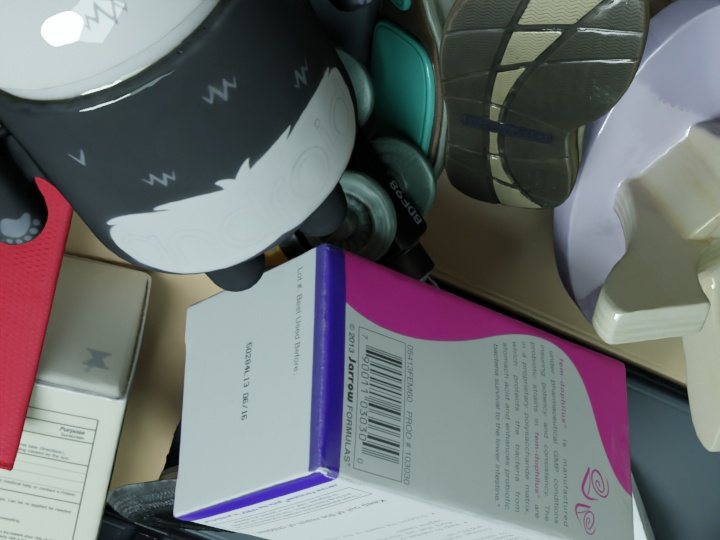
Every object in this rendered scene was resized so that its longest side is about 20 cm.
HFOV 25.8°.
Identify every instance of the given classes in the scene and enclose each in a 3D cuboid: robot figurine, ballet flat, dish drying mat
[{"bbox_3d":[-0.076,-0.080,0.595,0.125,0.150,0.200,7,149,30],"label":"robot figurine"},{"bbox_3d":[0.037,-0.125,0.736,0.064,0.067,0.200,-22,131,-16],"label":"ballet flat"},{"bbox_3d":[-0.184,-0.008,0.768,0.077,0.200,0.018,12,170,-5],"label":"dish drying mat"}]

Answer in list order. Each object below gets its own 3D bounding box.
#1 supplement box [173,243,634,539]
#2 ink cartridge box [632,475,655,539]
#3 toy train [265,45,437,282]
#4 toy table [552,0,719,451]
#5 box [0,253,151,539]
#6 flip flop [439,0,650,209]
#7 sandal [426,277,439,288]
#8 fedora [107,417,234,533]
[{"bbox_3d":[0.025,0.075,0.716,0.200,0.101,0.103,21,149,-37],"label":"supplement box"},{"bbox_3d":[0.093,0.163,0.959,0.160,0.047,0.200,-16,127,12],"label":"ink cartridge box"},{"bbox_3d":[-0.051,-0.060,0.742,0.114,0.085,0.200,-32,96,30],"label":"toy train"},{"bbox_3d":[0.174,-0.020,0.755,0.184,0.117,0.200,-15,132,-14],"label":"toy table"},{"bbox_3d":[-0.199,0.094,0.871,0.128,0.109,0.200,13,126,-7],"label":"box"},{"bbox_3d":[0.078,-0.088,0.687,0.081,0.058,0.200,16,158,7],"label":"flip flop"},{"bbox_3d":[0.003,0.000,0.833,0.203,0.082,0.050,31,78,-19],"label":"sandal"},{"bbox_3d":[-0.043,0.091,0.852,0.200,0.092,0.201,-1,166,0],"label":"fedora"}]
